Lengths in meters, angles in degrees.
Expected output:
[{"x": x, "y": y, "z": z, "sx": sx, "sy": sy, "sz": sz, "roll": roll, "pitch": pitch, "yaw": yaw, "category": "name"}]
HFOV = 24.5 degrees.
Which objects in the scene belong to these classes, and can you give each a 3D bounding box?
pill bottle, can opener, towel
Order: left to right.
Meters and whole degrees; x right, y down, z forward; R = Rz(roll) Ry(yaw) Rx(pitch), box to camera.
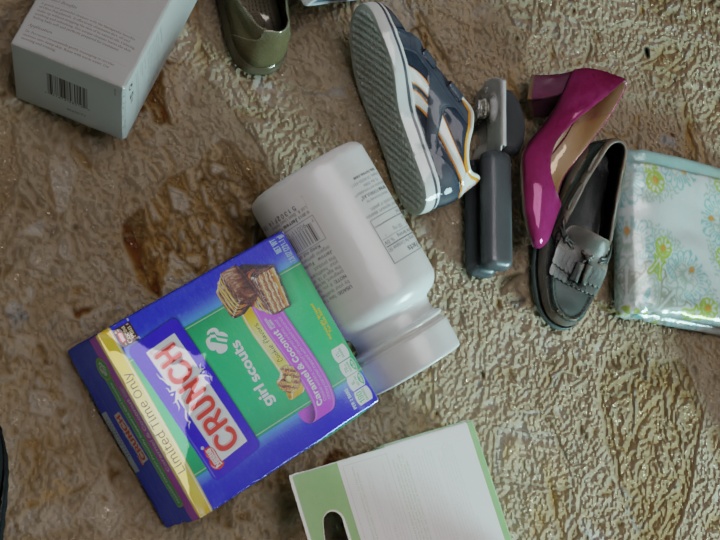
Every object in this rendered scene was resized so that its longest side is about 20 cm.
[{"x": 0.000, "y": 0.000, "z": 1.449, "sx": 0.114, "sy": 0.114, "sz": 0.201, "roll": -30, "pitch": 89, "yaw": -33, "category": "pill bottle"}, {"x": 0.132, "y": -0.091, "z": 1.589, "sx": 0.066, "sy": 0.053, "sz": 0.202, "roll": 15, "pitch": 67, "yaw": -26, "category": "can opener"}, {"x": 0.341, "y": -0.025, "z": 1.688, "sx": 0.198, "sy": 0.048, "sz": 0.173, "roll": 10, "pitch": 68, "yaw": -26, "category": "towel"}]

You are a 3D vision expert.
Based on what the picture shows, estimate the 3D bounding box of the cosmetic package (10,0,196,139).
[{"x": -0.206, "y": -0.227, "z": 1.411, "sx": 0.107, "sy": 0.085, "sz": 0.201, "roll": 22, "pitch": 61, "yaw": 4, "category": "cosmetic package"}]

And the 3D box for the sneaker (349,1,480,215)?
[{"x": 0.052, "y": -0.158, "z": 1.554, "sx": 0.079, "sy": 0.078, "sz": 0.202, "roll": -19, "pitch": 94, "yaw": -28, "category": "sneaker"}]

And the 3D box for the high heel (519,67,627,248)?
[{"x": 0.206, "y": -0.112, "z": 1.605, "sx": 0.095, "sy": 0.068, "sz": 0.202, "roll": 0, "pitch": 64, "yaw": 14, "category": "high heel"}]

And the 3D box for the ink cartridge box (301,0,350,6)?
[{"x": -0.047, "y": -0.347, "z": 1.558, "sx": 0.199, "sy": 0.043, "sz": 0.200, "roll": 61, "pitch": 25, "yaw": 1, "category": "ink cartridge box"}]

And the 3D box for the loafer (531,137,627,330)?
[{"x": 0.216, "y": -0.042, "z": 1.613, "sx": 0.071, "sy": 0.063, "sz": 0.202, "roll": 24, "pitch": 63, "yaw": -21, "category": "loafer"}]

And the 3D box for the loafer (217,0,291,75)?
[{"x": -0.103, "y": -0.281, "z": 1.512, "sx": 0.075, "sy": 0.067, "sz": 0.202, "roll": -16, "pitch": 82, "yaw": -32, "category": "loafer"}]

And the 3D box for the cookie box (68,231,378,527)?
[{"x": -0.112, "y": 0.089, "z": 1.380, "sx": 0.199, "sy": 0.075, "sz": 0.172, "roll": -31, "pitch": 91, "yaw": -32, "category": "cookie box"}]

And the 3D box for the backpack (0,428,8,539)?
[{"x": -0.315, "y": 0.188, "z": 1.183, "sx": 0.152, "sy": 0.163, "sz": 0.201, "roll": 23, "pitch": 57, "yaw": -3, "category": "backpack"}]

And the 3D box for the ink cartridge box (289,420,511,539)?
[{"x": 0.033, "y": 0.224, "z": 1.432, "sx": 0.198, "sy": 0.048, "sz": 0.147, "roll": -13, "pitch": 80, "yaw": -31, "category": "ink cartridge box"}]
